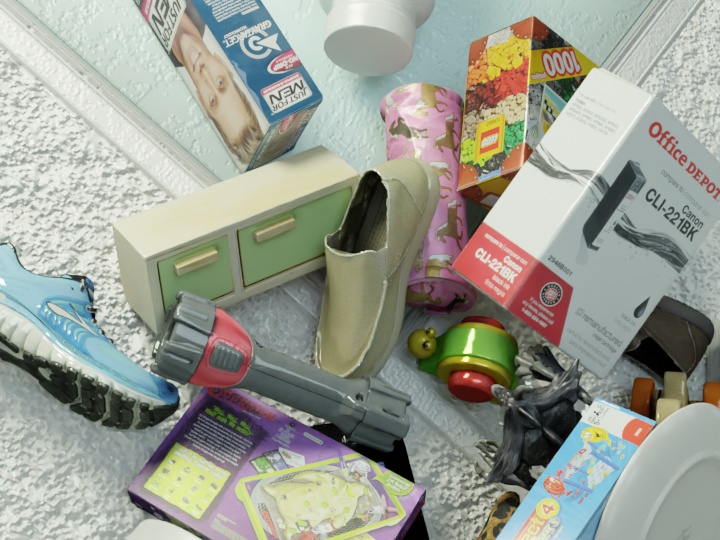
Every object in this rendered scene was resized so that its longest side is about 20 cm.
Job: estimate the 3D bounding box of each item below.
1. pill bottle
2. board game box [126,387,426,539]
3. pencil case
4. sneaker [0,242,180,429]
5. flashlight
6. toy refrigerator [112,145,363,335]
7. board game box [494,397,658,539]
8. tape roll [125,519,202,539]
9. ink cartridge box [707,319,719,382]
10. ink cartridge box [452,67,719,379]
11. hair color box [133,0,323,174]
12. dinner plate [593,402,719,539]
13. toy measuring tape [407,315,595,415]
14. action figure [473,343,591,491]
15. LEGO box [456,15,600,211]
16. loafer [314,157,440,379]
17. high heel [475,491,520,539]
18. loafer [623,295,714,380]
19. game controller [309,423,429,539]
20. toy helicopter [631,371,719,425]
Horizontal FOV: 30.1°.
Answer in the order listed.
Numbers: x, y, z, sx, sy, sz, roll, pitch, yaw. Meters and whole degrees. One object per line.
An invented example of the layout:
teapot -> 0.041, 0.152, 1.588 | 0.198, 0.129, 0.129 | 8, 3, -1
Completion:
pill bottle -> 0.018, -0.285, 1.223 | 0.109, 0.111, 0.203 | 14, 65, -14
board game box -> -0.064, 0.172, 1.019 | 0.198, 0.032, 0.121 | 26, 62, 19
pencil case -> 0.058, -0.063, 1.165 | 0.082, 0.086, 0.203 | 15, 64, -36
sneaker -> -0.219, 0.045, 1.031 | 0.199, 0.078, 0.090 | 34, 59, -5
flashlight -> -0.061, 0.082, 1.032 | 0.198, 0.068, 0.068 | 23, 47, -16
toy refrigerator -> -0.094, -0.026, 1.088 | 0.198, 0.077, 0.070 | -22, 38, -26
board game box -> 0.170, 0.237, 1.028 | 0.055, 0.201, 0.196 | 21, 58, 37
tape roll -> -0.122, 0.289, 0.900 | 0.203, 0.203, 0.139 | 44, 63, 1
ink cartridge box -> 0.365, 0.097, 1.149 | 0.049, 0.200, 0.163 | 13, 66, -15
ink cartridge box -> 0.192, -0.037, 1.080 | 0.144, 0.084, 0.201 | 33, 93, -38
hair color box -> -0.119, -0.195, 1.145 | 0.060, 0.100, 0.201 | -29, 81, -26
dinner plate -> 0.239, 0.200, 1.023 | 0.024, 0.202, 0.200 | 24, 52, 40
toy measuring tape -> 0.134, 0.087, 1.143 | 0.198, 0.074, 0.074 | 20, 64, -11
action figure -> 0.144, 0.130, 1.076 | 0.120, 0.102, 0.200 | -55, 137, -6
LEGO box -> 0.180, -0.106, 1.187 | 0.199, 0.077, 0.151 | 27, 59, -39
loafer -> 0.000, 0.000, 1.089 | 0.068, 0.075, 0.203 | 14, 95, -44
high heel -> 0.048, 0.243, 1.058 | 0.141, 0.072, 0.202 | 23, 60, 1
loafer -> 0.225, 0.045, 1.190 | 0.198, 0.073, 0.072 | 22, 64, -10
game controller -> -0.001, 0.203, 1.031 | 0.103, 0.042, 0.202 | -2, 49, -15
toy helicopter -> 0.257, 0.148, 1.107 | 0.078, 0.200, 0.134 | 3, 79, 17
